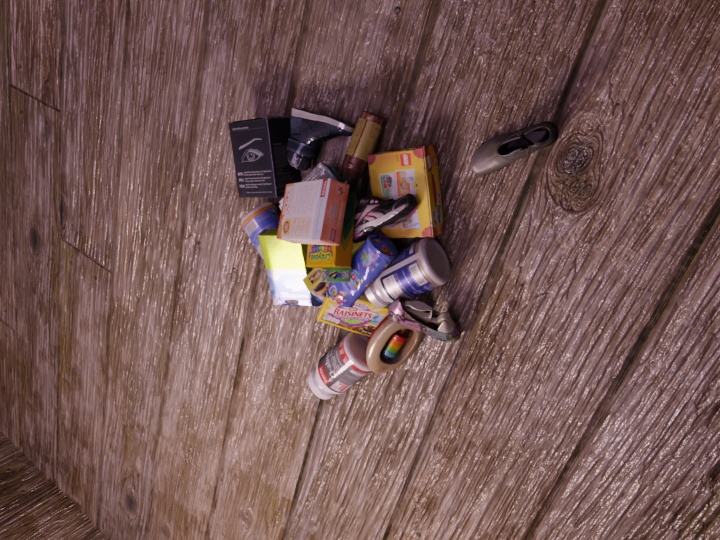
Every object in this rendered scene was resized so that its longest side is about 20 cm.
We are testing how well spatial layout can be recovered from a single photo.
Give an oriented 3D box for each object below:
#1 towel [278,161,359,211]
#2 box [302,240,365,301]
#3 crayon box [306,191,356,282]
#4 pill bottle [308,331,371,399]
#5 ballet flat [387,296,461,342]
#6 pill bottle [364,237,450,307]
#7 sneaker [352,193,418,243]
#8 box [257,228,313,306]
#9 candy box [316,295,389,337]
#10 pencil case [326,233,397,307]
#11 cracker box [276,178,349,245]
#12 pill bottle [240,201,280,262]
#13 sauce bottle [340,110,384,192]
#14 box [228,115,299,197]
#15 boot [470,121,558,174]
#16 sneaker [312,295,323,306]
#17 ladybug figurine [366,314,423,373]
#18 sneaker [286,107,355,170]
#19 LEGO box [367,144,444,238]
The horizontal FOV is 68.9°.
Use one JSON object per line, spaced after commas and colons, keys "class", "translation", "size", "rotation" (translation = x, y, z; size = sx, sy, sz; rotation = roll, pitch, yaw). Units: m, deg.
{"class": "towel", "translation": [-0.089, -0.147, 1.326], "size": [0.170, 0.048, 0.201], "rotation": [-37, 98, 18]}
{"class": "box", "translation": [-0.048, -0.015, 1.316], "size": [0.200, 0.075, 0.050], "rotation": [-45, 53, 7]}
{"class": "crayon box", "translation": [-0.071, -0.076, 1.223], "size": [0.125, 0.051, 0.204], "rotation": [-1, 84, 53]}
{"class": "pill bottle", "translation": [-0.051, 0.264, 1.432], "size": [0.116, 0.115, 0.200], "rotation": [51, 123, 8]}
{"class": "ballet flat", "translation": [0.162, 0.113, 1.234], "size": [0.197, 0.070, 0.071], "rotation": [21, 139, -11]}
{"class": "pill bottle", "translation": [0.107, 0.011, 1.258], "size": [0.198, 0.115, 0.117], "rotation": [-27, 90, 35]}
{"class": "sneaker", "translation": [0.033, -0.136, 1.192], "size": [0.198, 0.080, 0.088], "rotation": [-23, 82, 31]}
{"class": "box", "translation": [-0.186, -0.007, 1.359], "size": [0.120, 0.048, 0.203], "rotation": [1, 117, 18]}
{"class": "candy box", "translation": [-0.004, 0.113, 1.347], "size": [0.197, 0.027, 0.103], "rotation": [19, 117, -14]}
{"class": "pencil case", "translation": [0.000, 0.000, 1.232], "size": [0.087, 0.078, 0.200], "rotation": [49, 121, 13]}
{"class": "cracker box", "translation": [-0.111, -0.130, 1.192], "size": [0.199, 0.057, 0.137], "rotation": [7, 85, 54]}
{"class": "pill bottle", "translation": [-0.234, -0.077, 1.447], "size": [0.112, 0.112, 0.202], "rotation": [-36, 85, 34]}
{"class": "sauce bottle", "translation": [-0.007, -0.272, 1.245], "size": [0.065, 0.066, 0.203], "rotation": [28, 100, 21]}
{"class": "box", "translation": [-0.252, -0.299, 1.392], "size": [0.146, 0.104, 0.204], "rotation": [6, 107, 33]}
{"class": "boot", "translation": [0.294, -0.248, 1.055], "size": [0.198, 0.130, 0.069], "rotation": [-21, 93, 34]}
{"class": "sneaker", "translation": [-0.071, 0.059, 1.393], "size": [0.199, 0.073, 0.084], "rotation": [-31, 55, 36]}
{"class": "ladybug figurine", "translation": [0.080, 0.174, 1.327], "size": [0.201, 0.134, 0.072], "rotation": [-56, 35, 19]}
{"class": "sneaker", "translation": [-0.104, -0.315, 1.306], "size": [0.200, 0.076, 0.149], "rotation": [22, 104, 35]}
{"class": "LEGO box", "translation": [0.107, -0.180, 1.223], "size": [0.147, 0.077, 0.204], "rotation": [0, 104, 32]}
